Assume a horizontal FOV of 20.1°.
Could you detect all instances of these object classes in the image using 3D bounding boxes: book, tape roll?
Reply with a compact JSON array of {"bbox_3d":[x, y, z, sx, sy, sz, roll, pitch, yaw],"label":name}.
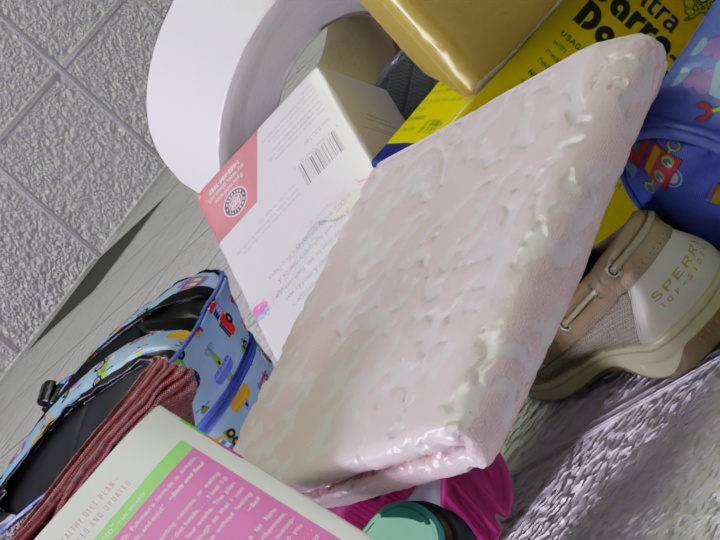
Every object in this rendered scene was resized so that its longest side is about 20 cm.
[{"bbox_3d":[-0.047,0.142,0.732,0.200,0.048,0.134,27,75,41],"label":"book"},{"bbox_3d":[-0.035,-0.125,1.255,0.071,0.203,0.203,34,79,35],"label":"tape roll"}]

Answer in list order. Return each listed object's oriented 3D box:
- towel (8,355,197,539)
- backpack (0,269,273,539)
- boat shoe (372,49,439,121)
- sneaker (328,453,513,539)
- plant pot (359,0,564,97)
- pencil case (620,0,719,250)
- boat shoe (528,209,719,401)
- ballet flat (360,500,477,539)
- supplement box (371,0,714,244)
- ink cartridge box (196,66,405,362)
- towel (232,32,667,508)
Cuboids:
[{"bbox_3d":[-0.097,0.157,0.891,0.023,0.201,0.144,10,40,24],"label":"towel"},{"bbox_3d":[-0.125,0.104,1.252,0.200,0.134,0.183,-43,11,30],"label":"backpack"},{"bbox_3d":[0.034,-0.070,1.268,0.062,0.072,0.201,-50,-17,-48],"label":"boat shoe"},{"bbox_3d":[-0.021,0.138,0.880,0.200,0.081,0.088,-40,9,-1],"label":"sneaker"},{"bbox_3d":[0.037,-0.232,1.017,0.196,0.200,0.194,-47,10,3],"label":"plant pot"},{"bbox_3d":[0.190,-0.095,0.844,0.200,0.087,0.078,-52,-27,-20],"label":"pencil case"},{"bbox_3d":[0.096,0.011,0.877,0.073,0.063,0.201,-51,11,-13],"label":"boat shoe"},{"bbox_3d":[-0.021,0.176,0.769,0.200,0.073,0.073,-48,10,-5],"label":"ballet flat"},{"bbox_3d":[0.117,-0.094,1.048,0.200,0.109,0.109,-50,11,-4],"label":"supplement box"},{"bbox_3d":[0.000,0.000,1.136,0.116,0.067,0.200,-44,55,25],"label":"ink cartridge box"},{"bbox_3d":[0.030,0.009,0.820,0.191,0.032,0.200,-26,33,53],"label":"towel"}]
